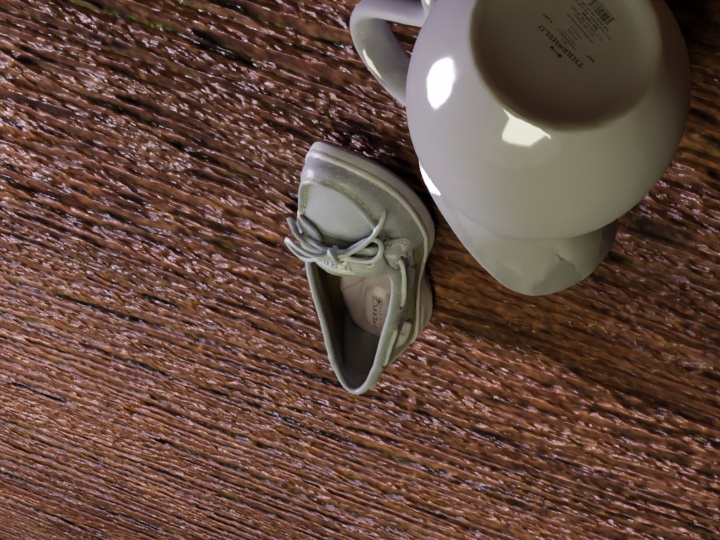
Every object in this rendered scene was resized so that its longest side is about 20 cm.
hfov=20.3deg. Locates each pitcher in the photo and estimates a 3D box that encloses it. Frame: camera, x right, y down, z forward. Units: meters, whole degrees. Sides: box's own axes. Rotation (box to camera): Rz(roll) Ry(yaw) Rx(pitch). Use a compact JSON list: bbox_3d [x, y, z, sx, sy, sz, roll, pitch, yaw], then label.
[{"bbox_3d":[0.061,-0.084,0.903,0.172,0.121,0.200,43,168,8],"label":"pitcher"}]

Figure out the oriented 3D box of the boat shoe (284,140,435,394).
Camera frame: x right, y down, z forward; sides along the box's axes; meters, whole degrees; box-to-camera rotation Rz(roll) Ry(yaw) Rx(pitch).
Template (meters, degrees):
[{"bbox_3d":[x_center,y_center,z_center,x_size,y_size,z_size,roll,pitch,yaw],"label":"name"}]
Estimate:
[{"bbox_3d":[-0.001,0.000,1.162,0.074,0.065,0.202,21,154,17],"label":"boat shoe"}]
